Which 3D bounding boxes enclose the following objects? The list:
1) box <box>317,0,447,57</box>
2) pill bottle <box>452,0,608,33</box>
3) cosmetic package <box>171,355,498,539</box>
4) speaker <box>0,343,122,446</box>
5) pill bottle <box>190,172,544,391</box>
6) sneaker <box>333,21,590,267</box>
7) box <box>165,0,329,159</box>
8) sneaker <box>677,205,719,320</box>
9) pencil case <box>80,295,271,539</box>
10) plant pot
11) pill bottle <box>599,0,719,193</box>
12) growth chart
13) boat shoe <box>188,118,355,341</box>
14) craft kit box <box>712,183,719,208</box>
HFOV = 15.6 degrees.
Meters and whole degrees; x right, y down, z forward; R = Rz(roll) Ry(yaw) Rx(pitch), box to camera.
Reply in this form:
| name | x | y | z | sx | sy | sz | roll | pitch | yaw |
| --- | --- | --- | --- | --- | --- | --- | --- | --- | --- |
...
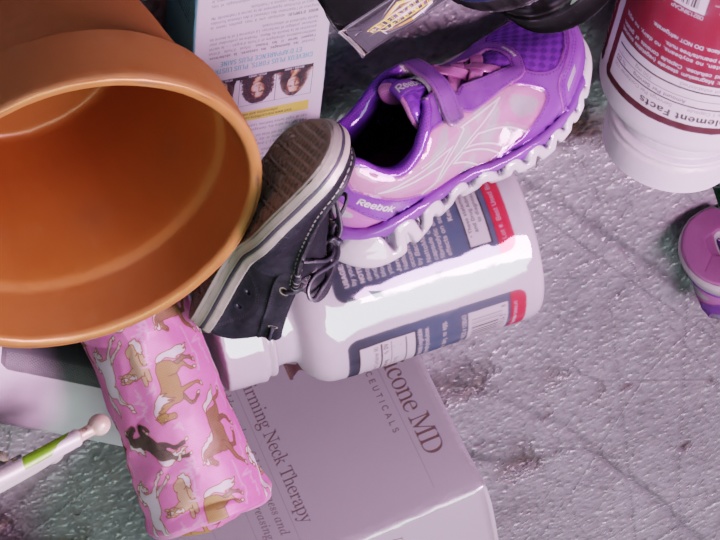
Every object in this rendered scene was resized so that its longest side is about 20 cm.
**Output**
| name | x | y | z | sx | sy | sz | roll | pitch | yaw |
| --- | --- | --- | --- | --- | --- | --- | --- | --- | --- |
| box | 0.030 | -0.239 | 1.269 | 0.200 | 0.199 | 0.050 | -34 | 162 | 9 |
| pill bottle | 0.059 | -0.206 | 1.398 | 0.112 | 0.112 | 0.200 | -38 | 141 | 17 |
| cosmetic package | -0.028 | 0.161 | 1.740 | 0.200 | 0.168 | 0.166 | -22 | 142 | -6 |
| speaker | -0.190 | 0.059 | 1.599 | 0.200 | 0.081 | 0.081 | 15 | 127 | -40 |
| pill bottle | 0.000 | 0.000 | 1.604 | 0.200 | 0.120 | 0.120 | -17 | 142 | -10 |
| sneaker | 0.049 | -0.091 | 1.514 | 0.200 | 0.080 | 0.089 | -38 | 142 | -14 |
| box | -0.066 | -0.115 | 1.487 | 0.082 | 0.049 | 0.200 | -12 | 141 | -18 |
| sneaker | 0.311 | -0.014 | 1.805 | 0.200 | 0.081 | 0.089 | -13 | 148 | -7 |
| pencil case | -0.121 | 0.057 | 1.547 | 0.086 | 0.200 | 0.083 | -15 | -170 | 41 |
| plant pot | -0.167 | -0.075 | 1.403 | 0.200 | 0.140 | 0.200 | -15 | 141 | -13 |
| pill bottle | 0.205 | -0.145 | 1.552 | 0.113 | 0.113 | 0.200 | -10 | 141 | -20 |
| growth chart | -0.241 | 0.133 | 1.562 | 0.145 | 0.018 | 0.200 | -27 | -177 | -27 |
| boat shoe | -0.038 | -0.019 | 1.452 | 0.062 | 0.075 | 0.200 | 21 | 145 | -11 |
| craft kit box | 0.335 | -0.085 | 1.652 | 0.197 | 0.049 | 0.200 | -19 | -177 | -5 |
